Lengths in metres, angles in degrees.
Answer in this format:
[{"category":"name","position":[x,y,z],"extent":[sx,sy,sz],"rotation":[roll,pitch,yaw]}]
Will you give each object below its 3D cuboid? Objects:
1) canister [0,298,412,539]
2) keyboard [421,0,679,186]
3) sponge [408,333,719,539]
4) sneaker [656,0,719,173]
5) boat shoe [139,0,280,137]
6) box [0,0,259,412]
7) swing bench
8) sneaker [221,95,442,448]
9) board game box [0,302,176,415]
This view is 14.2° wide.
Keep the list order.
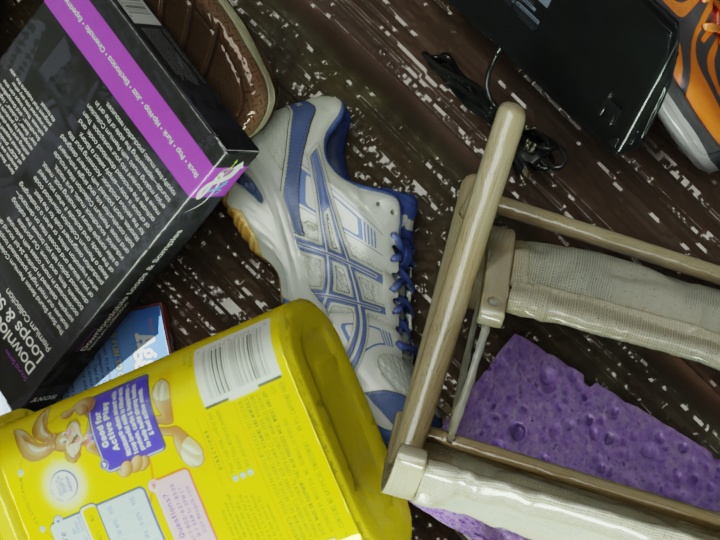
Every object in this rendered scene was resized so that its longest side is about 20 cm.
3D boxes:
[{"category":"canister","position":[-0.089,0.115,1.459],"extent":[0.199,0.087,0.149],"rotation":[-23,89,21]},{"category":"keyboard","position":[0.082,-0.128,1.502],"extent":[0.200,0.021,0.127],"rotation":[47,124,32]},{"category":"sponge","position":[0.132,0.124,1.471],"extent":[0.199,0.030,0.112],"rotation":[32,52,10]},{"category":"sneaker","position":[0.177,-0.158,1.497],"extent":[0.112,0.078,0.201],"rotation":[-24,81,6]},{"category":"boat shoe","position":[-0.109,-0.147,1.537],"extent":[0.202,0.075,0.075],"rotation":[45,116,16]},{"category":"box","position":[-0.155,-0.043,1.507],"extent":[0.200,0.036,0.143],"rotation":[-48,66,25]},{"category":"swing bench","position":[0.127,0.052,1.418],"extent":[0.198,0.130,0.201],"rotation":[17,71,-1]},{"category":"sneaker","position":[0.000,0.000,1.510],"extent":[0.088,0.075,0.201],"rotation":[-31,82,4]},{"category":"board game box","position":[-0.133,0.126,1.545],"extent":[0.102,0.019,0.201],"rotation":[-13,83,9]}]
